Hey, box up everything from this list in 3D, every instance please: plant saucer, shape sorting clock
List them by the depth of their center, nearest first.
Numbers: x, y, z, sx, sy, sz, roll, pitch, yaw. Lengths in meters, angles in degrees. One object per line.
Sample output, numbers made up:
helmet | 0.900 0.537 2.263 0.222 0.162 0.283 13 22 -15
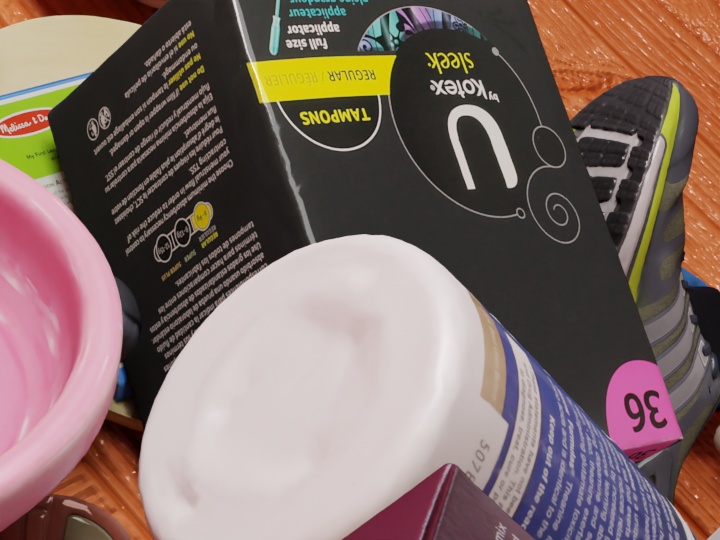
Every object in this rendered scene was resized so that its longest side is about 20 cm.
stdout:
plant saucer | -0.169 0.027 0.627 0.199 0.051 0.201 6 38 -4
shape sorting clock | -0.086 -0.020 0.878 0.199 0.039 0.201 20 51 -26

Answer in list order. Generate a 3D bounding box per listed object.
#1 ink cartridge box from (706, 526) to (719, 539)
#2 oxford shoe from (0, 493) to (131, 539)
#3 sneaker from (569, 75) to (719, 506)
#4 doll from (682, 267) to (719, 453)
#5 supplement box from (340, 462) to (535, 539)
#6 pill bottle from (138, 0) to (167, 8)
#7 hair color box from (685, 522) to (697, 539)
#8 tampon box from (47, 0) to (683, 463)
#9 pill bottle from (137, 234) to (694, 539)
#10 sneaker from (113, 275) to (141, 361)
ink cartridge box | 0.223 0.191 0.857 0.144 0.084 0.201 4 48 -35
oxford shoe | -0.167 0.102 0.652 0.198 0.074 0.071 3 81 -10
sneaker | 0.108 0.022 0.889 0.080 0.202 0.074 9 3 -34
doll | 0.129 0.030 0.988 0.199 0.049 0.137 3 49 -36
supplement box | 0.047 0.158 0.521 0.200 0.110 0.086 43 35 -13
pill bottle | -0.061 -0.180 1.007 0.199 0.120 0.120 -9 55 -43
hair color box | 0.121 0.199 0.754 0.060 0.100 0.201 -5 52 -40
tampon box | 0.000 0.000 0.812 0.149 0.126 0.201 -6 70 -41
pill bottle | 0.034 0.088 0.650 0.200 0.110 0.111 45 26 -38
sneaker | -0.160 0.052 0.729 0.199 0.075 0.088 -7 63 -29
